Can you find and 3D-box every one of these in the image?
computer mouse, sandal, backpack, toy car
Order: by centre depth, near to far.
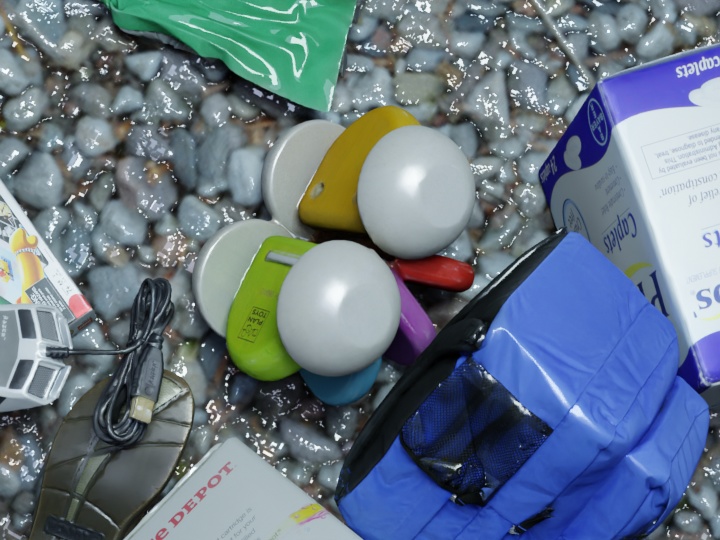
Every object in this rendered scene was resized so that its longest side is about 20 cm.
[{"bbox_3d":[0.088,0.110,0.937,0.168,0.200,0.162,47,34,8],"label":"backpack"},{"bbox_3d":[-0.220,0.054,1.018,0.198,0.044,0.110,3,71,2],"label":"computer mouse"},{"bbox_3d":[-0.167,0.155,1.037,0.081,0.055,0.201,19,90,6],"label":"sandal"},{"bbox_3d":[0.000,0.000,1.046,0.150,0.175,0.201,42,73,-32],"label":"toy car"}]

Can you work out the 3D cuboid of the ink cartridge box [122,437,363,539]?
[{"bbox_3d":[-0.059,0.212,0.958,0.145,0.088,0.200,-45,43,-14],"label":"ink cartridge box"}]

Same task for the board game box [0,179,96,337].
[{"bbox_3d":[-0.285,-0.014,1.072,0.126,0.035,0.200,-36,82,-11],"label":"board game box"}]

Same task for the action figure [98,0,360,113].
[{"bbox_3d":[-0.102,-0.185,1.119,0.199,0.055,0.119,14,77,6],"label":"action figure"}]

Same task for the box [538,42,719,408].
[{"bbox_3d":[0.209,-0.015,1.037,0.104,0.184,0.201,-16,78,-9],"label":"box"}]
